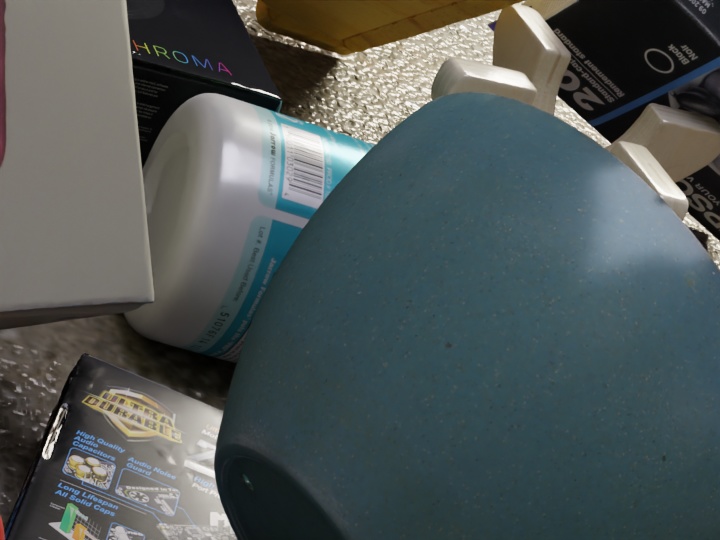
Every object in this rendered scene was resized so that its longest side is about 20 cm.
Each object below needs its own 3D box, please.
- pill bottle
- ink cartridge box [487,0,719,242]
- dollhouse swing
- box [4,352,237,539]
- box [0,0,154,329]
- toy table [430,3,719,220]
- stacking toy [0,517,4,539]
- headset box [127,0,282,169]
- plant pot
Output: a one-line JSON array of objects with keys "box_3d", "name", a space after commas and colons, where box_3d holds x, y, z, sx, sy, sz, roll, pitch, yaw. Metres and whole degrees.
[{"box_3d": [0.000, 0.000, 0.915, 0.199, 0.111, 0.111, 17, 31, -22], "name": "pill bottle"}, {"box_3d": [0.178, -0.090, 1.150, 0.198, 0.200, 0.044, 41, 67, -12], "name": "ink cartridge box"}, {"box_3d": [0.000, -0.223, 1.122, 0.175, 0.183, 0.200, 38, -20, -22], "name": "dollhouse swing"}, {"box_3d": [-0.038, 0.135, 0.730, 0.199, 0.050, 0.199, 24, 29, -8], "name": "box"}, {"box_3d": [-0.164, -0.077, 0.767, 0.108, 0.127, 0.202, -3, 86, -44], "name": "box"}, {"box_3d": [0.098, -0.042, 1.065, 0.183, 0.118, 0.200, 0, 39, -42], "name": "toy table"}, {"box_3d": [-0.188, 0.104, 0.553, 0.199, 0.086, 0.085, -18, 52, -32], "name": "stacking toy"}, {"box_3d": [-0.154, -0.119, 0.982, 0.173, 0.093, 0.201, 12, 33, -30], "name": "headset box"}, {"box_3d": [0.029, 0.060, 0.695, 0.134, 0.201, 0.200, -35, 64, -26], "name": "plant pot"}]
